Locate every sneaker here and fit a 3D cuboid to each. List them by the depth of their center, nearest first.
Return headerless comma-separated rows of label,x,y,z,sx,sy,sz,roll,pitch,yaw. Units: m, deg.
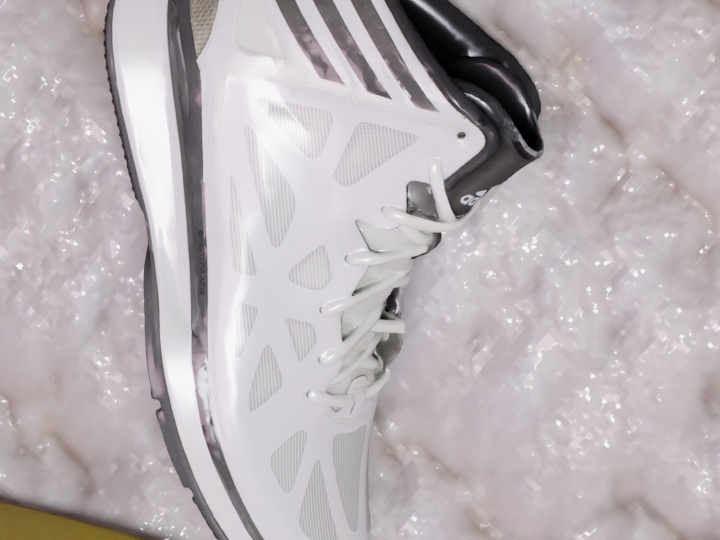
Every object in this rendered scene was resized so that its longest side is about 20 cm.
sneaker,0.000,0.000,0.854,0.115,0.076,0.201,-6,103,25

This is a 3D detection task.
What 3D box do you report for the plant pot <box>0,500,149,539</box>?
plant pot,-0.197,0.172,0.937,0.176,0.200,0.200,23,115,25
